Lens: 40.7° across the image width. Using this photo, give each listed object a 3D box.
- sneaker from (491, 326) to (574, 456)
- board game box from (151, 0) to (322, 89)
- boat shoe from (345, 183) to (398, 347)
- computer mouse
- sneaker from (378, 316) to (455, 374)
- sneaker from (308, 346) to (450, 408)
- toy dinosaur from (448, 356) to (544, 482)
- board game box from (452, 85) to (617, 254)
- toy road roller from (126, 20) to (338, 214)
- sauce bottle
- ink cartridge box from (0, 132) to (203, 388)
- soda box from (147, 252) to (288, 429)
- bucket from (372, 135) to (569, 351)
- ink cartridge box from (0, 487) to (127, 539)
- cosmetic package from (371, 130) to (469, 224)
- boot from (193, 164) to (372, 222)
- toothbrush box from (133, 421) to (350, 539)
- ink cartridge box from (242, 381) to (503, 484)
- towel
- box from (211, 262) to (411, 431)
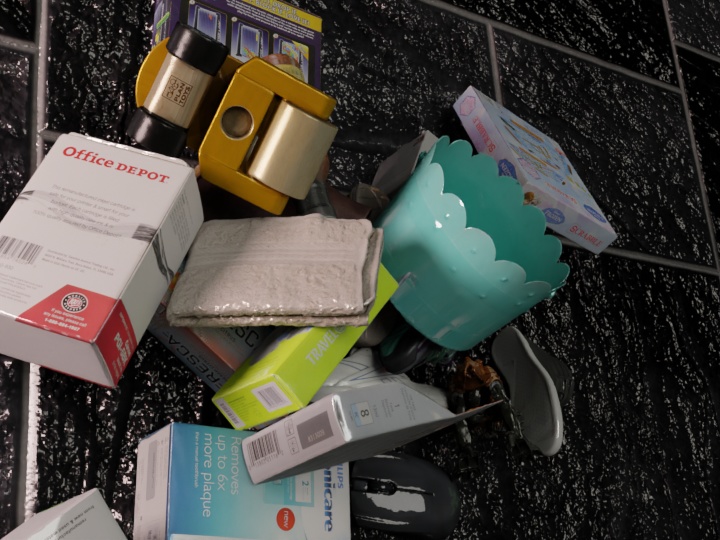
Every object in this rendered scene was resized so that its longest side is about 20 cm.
[{"bbox_3d":[0.230,0.156,1.185,0.098,0.071,0.201,29,25,-27],"label":"sneaker"},{"bbox_3d":[-0.141,-0.245,1.117,0.197,0.056,0.168,16,61,-31],"label":"board game box"},{"bbox_3d":[0.000,0.000,1.115,0.074,0.073,0.203,23,54,-31],"label":"boat shoe"},{"bbox_3d":[0.041,0.250,1.057,0.197,0.052,0.141,14,63,-32],"label":"computer mouse"},{"bbox_3d":[0.083,0.083,1.115,0.089,0.074,0.200,61,28,-12],"label":"sneaker"},{"bbox_3d":[0.020,0.127,1.080,0.197,0.074,0.089,12,59,-34],"label":"sneaker"},{"bbox_3d":[0.130,0.156,1.095,0.199,0.101,0.138,32,38,-50],"label":"toy dinosaur"},{"bbox_3d":[0.230,-0.132,1.287,0.198,0.041,0.201,24,33,-38],"label":"board game box"},{"bbox_3d":[-0.127,-0.158,0.971,0.197,0.146,0.124,27,100,-10],"label":"toy road roller"},{"bbox_3d":[-0.069,-0.133,1.024,0.065,0.066,0.203,3,58,-35],"label":"sauce bottle"},{"bbox_3d":[-0.248,-0.014,0.885,0.144,0.084,0.202,15,56,13],"label":"ink cartridge box"},{"bbox_3d":[-0.144,0.068,0.985,0.200,0.063,0.069,45,51,-14],"label":"soda box"},{"bbox_3d":[0.110,-0.025,1.048,0.206,0.135,0.209,35,30,-23],"label":"bucket"},{"bbox_3d":[-0.219,0.295,0.786,0.084,0.145,0.202,-32,93,-41],"label":"ink cartridge box"},{"bbox_3d":[0.113,-0.068,1.204,0.198,0.106,0.091,33,55,-20],"label":"cosmetic package"},{"bbox_3d":[-0.095,-0.059,1.028,0.165,0.073,0.200,31,42,14],"label":"boot"},{"bbox_3d":[-0.110,0.236,0.929,0.197,0.085,0.149,15,63,-33],"label":"toothbrush box"},{"bbox_3d":[0.012,0.141,0.903,0.198,0.159,0.048,-7,71,-40],"label":"ink cartridge box"},{"bbox_3d":[-0.077,0.000,0.910,0.134,0.196,0.035,-82,167,-50],"label":"towel"},{"bbox_3d":[-0.045,0.063,0.940,0.048,0.121,0.200,50,51,-11],"label":"box"}]
